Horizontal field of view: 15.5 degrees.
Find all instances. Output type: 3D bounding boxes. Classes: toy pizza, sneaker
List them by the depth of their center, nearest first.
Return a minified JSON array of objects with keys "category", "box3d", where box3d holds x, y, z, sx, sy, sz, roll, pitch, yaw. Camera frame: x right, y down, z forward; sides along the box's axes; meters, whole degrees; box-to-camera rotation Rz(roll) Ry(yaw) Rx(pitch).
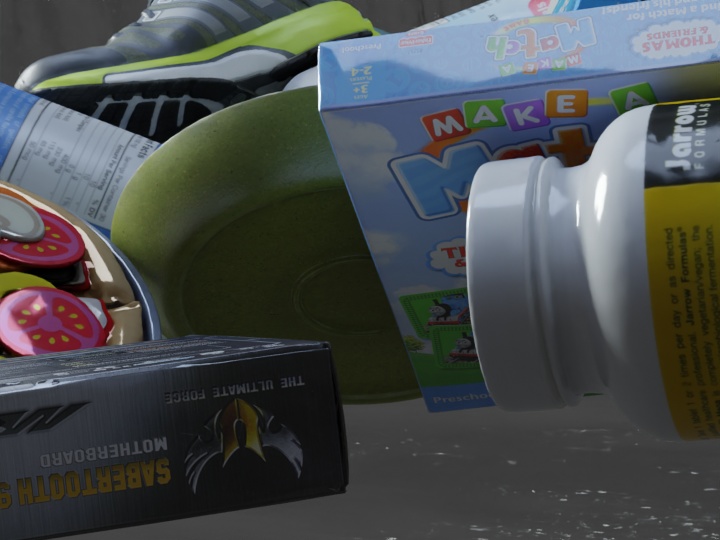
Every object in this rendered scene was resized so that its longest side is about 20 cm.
[{"category":"toy pizza","box3d":[-0.172,0.010,0.986,0.200,0.032,0.200,8,35,-6]},{"category":"sneaker","box3d":[-0.087,-0.106,1.266,0.200,0.081,0.074,-18,-26,-40]}]

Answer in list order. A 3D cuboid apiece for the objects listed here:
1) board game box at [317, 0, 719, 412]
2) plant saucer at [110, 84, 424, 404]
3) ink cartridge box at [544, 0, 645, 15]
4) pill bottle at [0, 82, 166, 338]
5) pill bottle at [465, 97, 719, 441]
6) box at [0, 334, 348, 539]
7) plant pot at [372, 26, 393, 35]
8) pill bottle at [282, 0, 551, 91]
[{"category":"board game box","box3d":[0.079,-0.020,0.974,0.151,0.037,0.200,-7,-36,11]},{"category":"plant saucer","box3d":[0.000,0.000,1.057,0.200,0.031,0.200,-2,-35,-1]},{"category":"ink cartridge box","box3d":[0.158,-0.110,1.078,0.147,0.200,0.145,23,-30,-1]},{"category":"pill bottle","box3d":[-0.129,-0.012,1.169,0.200,0.112,0.112,22,1,-2]},{"category":"pill bottle","box3d":[0.140,-0.003,0.864,0.200,0.113,0.112,-5,2,14]},{"category":"box","box3d":[-0.123,0.056,0.837,0.200,0.048,0.158,-7,1,-20]},{"category":"plant pot","box3d":[-0.006,-0.042,1.399,0.188,0.200,0.200,9,4,8]},{"category":"pill bottle","box3d":[0.030,-0.059,1.261,0.200,0.109,0.109,-22,4,-7]}]
